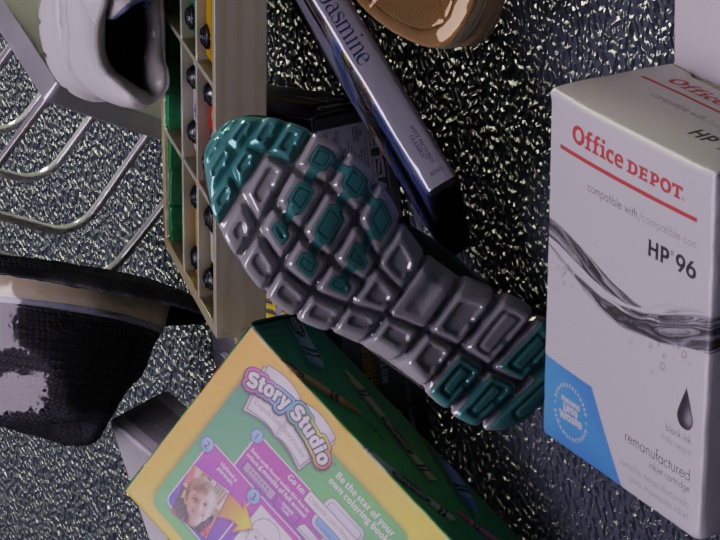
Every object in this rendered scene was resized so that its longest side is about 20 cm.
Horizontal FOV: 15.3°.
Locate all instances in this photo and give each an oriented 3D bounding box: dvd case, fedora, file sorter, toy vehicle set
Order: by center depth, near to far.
[{"bbox_3d":[-0.007,-0.106,1.258,0.200,0.018,0.143,59,179,12],"label":"dvd case"},{"bbox_3d":[-0.075,-0.083,1.352,0.124,0.026,0.201,-126,34,-62],"label":"toy vehicle set"},{"bbox_3d":[-0.181,0.049,1.504,0.200,0.200,0.092,-7,74,62],"label":"fedora"},{"bbox_3d":[-0.197,-0.106,1.537,0.125,0.138,0.200,-51,51,19],"label":"file sorter"}]

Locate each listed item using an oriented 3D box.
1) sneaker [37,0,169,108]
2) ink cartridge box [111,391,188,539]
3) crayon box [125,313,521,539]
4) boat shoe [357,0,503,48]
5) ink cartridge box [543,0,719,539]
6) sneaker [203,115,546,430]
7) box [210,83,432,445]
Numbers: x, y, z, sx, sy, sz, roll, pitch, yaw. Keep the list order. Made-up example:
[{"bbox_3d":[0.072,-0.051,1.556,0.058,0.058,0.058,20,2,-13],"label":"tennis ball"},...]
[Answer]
[{"bbox_3d":[-0.134,-0.173,1.351,0.087,0.074,0.201,32,144,57],"label":"sneaker"},{"bbox_3d":[-0.056,0.181,1.501,0.200,0.045,0.177,32,145,53],"label":"ink cartridge box"},{"bbox_3d":[-0.009,0.132,1.321,0.200,0.058,0.119,46,114,17],"label":"crayon box"},{"bbox_3d":[0.023,-0.166,1.222,0.074,0.069,0.200,-57,42,25],"label":"boat shoe"},{"bbox_3d":[0.133,-0.009,1.087,0.116,0.068,0.201,33,130,52],"label":"ink cartridge box"},{"bbox_3d":[0.000,0.000,1.253,0.200,0.078,0.091,42,177,-18],"label":"sneaker"},{"bbox_3d":[-0.030,0.005,1.418,0.158,0.048,0.201,16,116,59],"label":"box"}]
